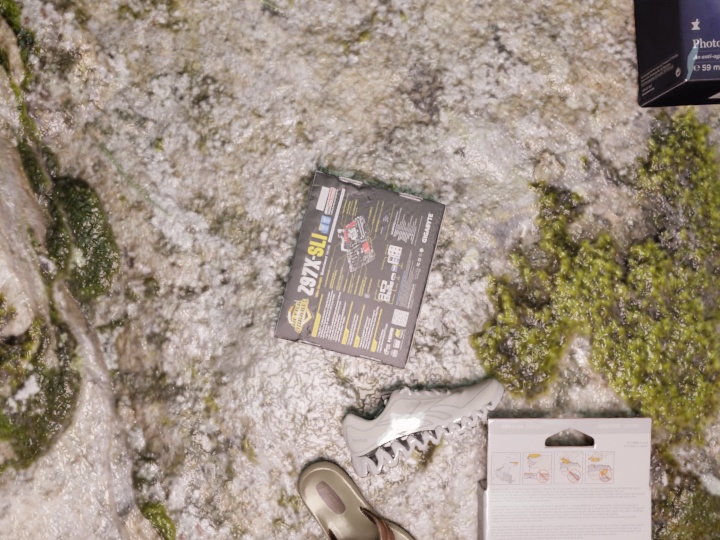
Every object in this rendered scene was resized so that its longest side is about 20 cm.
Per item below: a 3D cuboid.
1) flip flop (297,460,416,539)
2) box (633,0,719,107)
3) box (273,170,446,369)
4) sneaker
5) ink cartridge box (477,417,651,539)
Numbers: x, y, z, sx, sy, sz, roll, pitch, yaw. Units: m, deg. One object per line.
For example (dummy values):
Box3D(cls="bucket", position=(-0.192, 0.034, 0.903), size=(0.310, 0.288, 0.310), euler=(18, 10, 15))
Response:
Box3D(cls="flip flop", position=(0.003, 0.306, 0.841), size=(0.081, 0.058, 0.200), euler=(-40, 91, -3))
Box3D(cls="box", position=(0.435, -0.304, 0.841), size=(0.199, 0.123, 0.199), euler=(-4, 88, -3))
Box3D(cls="box", position=(0.000, 0.000, 0.850), size=(0.159, 0.049, 0.201), euler=(14, 89, 0))
Box3D(cls="sneaker", position=(0.072, 0.165, 0.844), size=(0.200, 0.075, 0.081), euler=(-24, 82, -3))
Box3D(cls="ink cartridge box", position=(0.241, 0.258, 0.861), size=(0.199, 0.045, 0.177), euler=(1, 90, -3))
